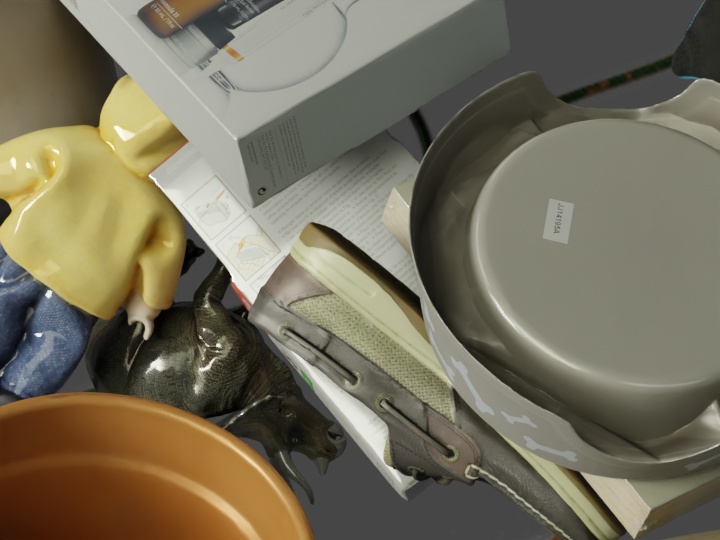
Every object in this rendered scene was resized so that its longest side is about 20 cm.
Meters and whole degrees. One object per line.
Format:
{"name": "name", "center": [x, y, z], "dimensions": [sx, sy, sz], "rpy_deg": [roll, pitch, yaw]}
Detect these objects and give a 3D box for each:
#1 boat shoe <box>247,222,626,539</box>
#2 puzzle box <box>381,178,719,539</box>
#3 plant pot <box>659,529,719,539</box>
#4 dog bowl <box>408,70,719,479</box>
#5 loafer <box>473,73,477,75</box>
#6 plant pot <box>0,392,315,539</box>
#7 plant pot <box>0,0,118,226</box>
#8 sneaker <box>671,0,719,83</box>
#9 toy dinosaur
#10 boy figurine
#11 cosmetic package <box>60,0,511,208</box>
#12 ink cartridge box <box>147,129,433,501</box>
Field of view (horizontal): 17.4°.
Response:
{"name": "boat shoe", "center": [0.034, 0.064, 1.073], "dimensions": [0.200, 0.073, 0.065], "rpy_deg": [44, 99, 6]}
{"name": "puzzle box", "center": [0.117, 0.020, 1.086], "dimensions": [0.200, 0.133, 0.025], "rpy_deg": [53, 144, 25]}
{"name": "plant pot", "center": [0.151, 0.188, 1.011], "dimensions": [0.199, 0.187, 0.188], "rpy_deg": [-26, 68, 5]}
{"name": "dog bowl", "center": [0.116, 0.002, 1.033], "dimensions": [0.199, 0.059, 0.201], "rpy_deg": [4, 55, -5]}
{"name": "loafer", "center": [-0.018, -0.151, 1.213], "dimensions": [0.199, 0.070, 0.070], "rpy_deg": [23, 96, 27]}
{"name": "plant pot", "center": [-0.128, 0.176, 1.122], "dimensions": [0.200, 0.200, 0.141], "rpy_deg": [39, 136, 27]}
{"name": "plant pot", "center": [-0.213, -0.114, 1.248], "dimensions": [0.199, 0.200, 0.174], "rpy_deg": [-30, 84, 17]}
{"name": "sneaker", "center": [0.220, -0.054, 1.088], "dimensions": [0.082, 0.073, 0.201], "rpy_deg": [-46, 60, 35]}
{"name": "toy dinosaur", "center": [-0.097, 0.038, 1.208], "dimensions": [0.199, 0.077, 0.103], "rpy_deg": [17, 74, 24]}
{"name": "boy figurine", "center": [-0.142, -0.023, 1.168], "dimensions": [0.124, 0.064, 0.201], "rpy_deg": [31, 91, -8]}
{"name": "cosmetic package", "center": [-0.045, -0.137, 1.139], "dimensions": [0.150, 0.052, 0.200], "rpy_deg": [-30, 51, -17]}
{"name": "ink cartridge box", "center": [0.000, 0.000, 1.144], "dimensions": [0.109, 0.050, 0.200], "rpy_deg": [-39, 78, -5]}
